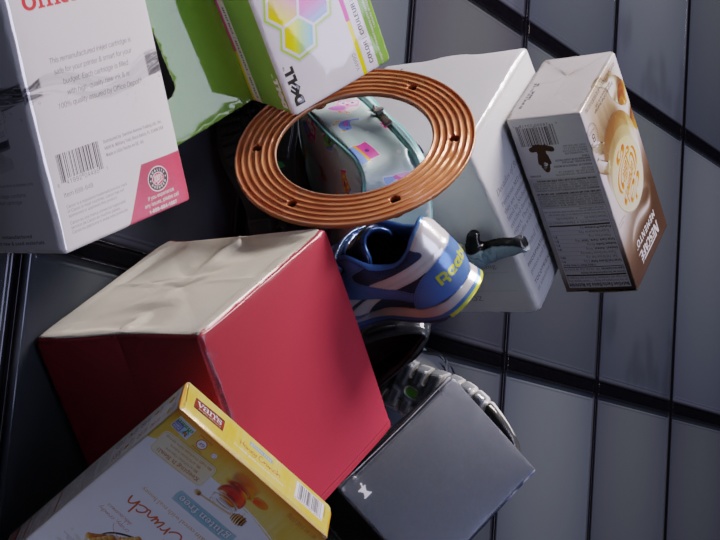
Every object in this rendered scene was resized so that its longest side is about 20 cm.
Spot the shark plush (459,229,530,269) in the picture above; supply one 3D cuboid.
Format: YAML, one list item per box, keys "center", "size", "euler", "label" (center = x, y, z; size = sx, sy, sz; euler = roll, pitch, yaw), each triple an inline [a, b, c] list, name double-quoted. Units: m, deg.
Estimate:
- center: [0.076, 0.001, 1.410]
  size: [0.083, 0.200, 0.091]
  euler: [32, 34, -35]
  label: "shark plush"

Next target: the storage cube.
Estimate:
- center: [-0.109, 0.087, 1.143]
  size: [0.200, 0.170, 0.181]
  euler: [-43, 122, -47]
  label: "storage cube"

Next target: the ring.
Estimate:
- center: [-0.004, -0.098, 1.200]
  size: [0.019, 0.199, 0.201]
  euler: [78, 32, -43]
  label: "ring"

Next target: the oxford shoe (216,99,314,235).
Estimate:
- center: [-0.080, -0.091, 1.297]
  size: [0.084, 0.072, 0.202]
  euler: [-2, 82, -85]
  label: "oxford shoe"

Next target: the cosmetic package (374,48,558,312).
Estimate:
- center: [0.098, -0.085, 1.457]
  size: [0.201, 0.166, 0.167]
  euler: [62, 42, -32]
  label: "cosmetic package"

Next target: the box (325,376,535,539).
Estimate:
- center: [0.029, 0.202, 1.249]
  size: [0.107, 0.200, 0.148]
  euler: [47, 59, 4]
  label: "box"

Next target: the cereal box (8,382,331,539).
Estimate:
- center: [-0.139, 0.188, 1.042]
  size: [0.144, 0.200, 0.040]
  euler: [42, 23, -17]
  label: "cereal box"

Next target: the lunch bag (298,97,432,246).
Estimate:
- center: [0.005, -0.054, 1.311]
  size: [0.077, 0.161, 0.201]
  euler: [-15, 125, -16]
  label: "lunch bag"

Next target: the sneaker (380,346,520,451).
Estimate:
- center: [0.085, 0.121, 1.427]
  size: [0.075, 0.199, 0.115]
  euler: [-60, 159, 15]
  label: "sneaker"

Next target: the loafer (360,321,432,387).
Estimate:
- center: [-0.020, 0.089, 1.262]
  size: [0.068, 0.200, 0.071]
  euler: [39, 23, -29]
  label: "loafer"

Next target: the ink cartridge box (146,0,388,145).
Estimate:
- center: [-0.093, -0.193, 1.191]
  size: [0.199, 0.076, 0.149]
  euler: [-34, 120, -22]
  label: "ink cartridge box"

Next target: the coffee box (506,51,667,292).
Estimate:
- center: [0.221, -0.092, 1.422]
  size: [0.115, 0.079, 0.201]
  euler: [-55, 132, -43]
  label: "coffee box"

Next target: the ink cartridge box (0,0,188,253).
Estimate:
- center: [-0.217, -0.128, 1.068]
  size: [0.145, 0.084, 0.202]
  euler: [-29, 114, -53]
  label: "ink cartridge box"

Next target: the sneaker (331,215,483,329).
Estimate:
- center: [0.000, 0.000, 1.187]
  size: [0.082, 0.199, 0.074]
  euler: [53, 41, -31]
  label: "sneaker"
